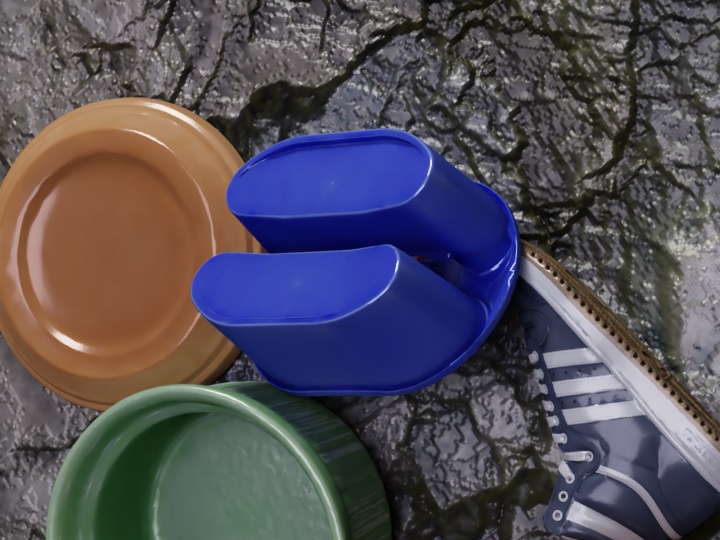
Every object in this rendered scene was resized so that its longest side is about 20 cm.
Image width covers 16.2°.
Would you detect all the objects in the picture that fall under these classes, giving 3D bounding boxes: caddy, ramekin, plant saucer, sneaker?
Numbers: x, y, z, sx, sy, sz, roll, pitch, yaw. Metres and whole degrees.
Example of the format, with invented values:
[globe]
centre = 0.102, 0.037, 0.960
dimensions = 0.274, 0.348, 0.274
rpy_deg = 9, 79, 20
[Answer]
[caddy]
centre = 0.000, 0.000, 1.469
dimensions = 0.199, 0.105, 0.142
rpy_deg = -2, 59, 41
[ramekin]
centre = -0.078, 0.160, 1.501
dimensions = 0.199, 0.098, 0.201
rpy_deg = 3, 98, 25
[plant saucer]
centre = -0.153, -0.010, 1.586
dimensions = 0.199, 0.037, 0.201
rpy_deg = -1, 87, 23
[sneaker]
centre = 0.122, 0.081, 1.450
dimensions = 0.109, 0.070, 0.200
rpy_deg = -46, 75, 12
